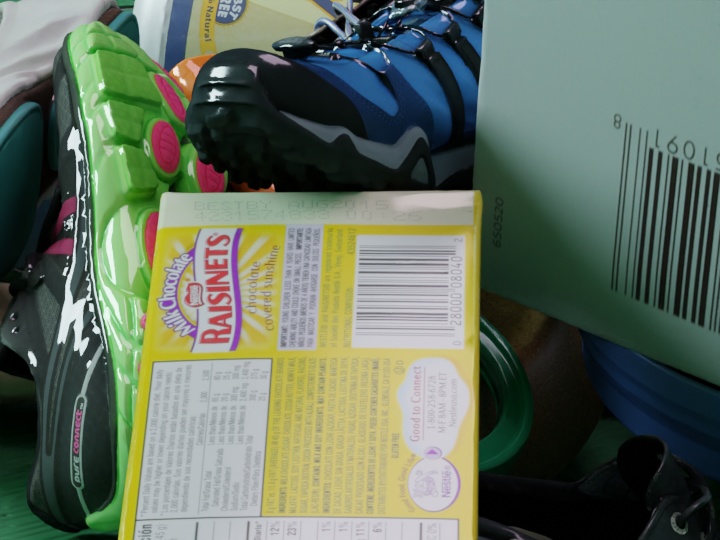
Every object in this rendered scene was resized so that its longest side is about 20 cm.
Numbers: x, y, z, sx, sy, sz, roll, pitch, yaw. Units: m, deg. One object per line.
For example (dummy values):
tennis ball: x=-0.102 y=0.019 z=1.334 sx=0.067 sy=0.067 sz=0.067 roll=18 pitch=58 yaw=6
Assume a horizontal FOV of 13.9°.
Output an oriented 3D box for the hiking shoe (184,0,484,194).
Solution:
hiking shoe: x=0.012 y=-0.064 z=0.986 sx=0.074 sy=0.087 sz=0.200 roll=6 pitch=0 yaw=34

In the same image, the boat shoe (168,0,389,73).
boat shoe: x=0.005 y=-0.073 z=1.187 sx=0.200 sy=0.073 sz=0.072 roll=-2 pitch=33 yaw=-25

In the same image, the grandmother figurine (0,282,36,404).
grandmother figurine: x=-0.079 y=0.028 z=1.066 sx=0.199 sy=0.061 sz=0.121 roll=4 pitch=42 yaw=-23

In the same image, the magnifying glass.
magnifying glass: x=-0.011 y=0.000 z=1.012 sx=0.079 sy=0.022 sz=0.200 roll=-13 pitch=54 yaw=-32

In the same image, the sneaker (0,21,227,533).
sneaker: x=-0.089 y=-0.002 z=0.977 sx=0.077 sy=0.084 sz=0.200 roll=40 pitch=33 yaw=-41

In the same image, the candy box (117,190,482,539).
candy box: x=-0.015 y=0.051 z=0.859 sx=0.102 sy=0.026 sz=0.200 roll=-2 pitch=44 yaw=5

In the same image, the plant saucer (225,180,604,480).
plant saucer: x=0.000 y=0.000 z=1.055 sx=0.200 sy=0.035 sz=0.200 roll=12 pitch=43 yaw=-11

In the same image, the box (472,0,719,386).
box: x=0.152 y=-0.070 z=0.914 sx=0.199 sy=0.200 sz=0.131 roll=22 pitch=34 yaw=33

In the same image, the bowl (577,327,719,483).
bowl: x=0.169 y=0.020 z=1.001 sx=0.200 sy=0.039 sz=0.201 roll=3 pitch=28 yaw=-1

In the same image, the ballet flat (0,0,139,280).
ballet flat: x=-0.135 y=-0.047 z=1.049 sx=0.069 sy=0.070 sz=0.200 roll=10 pitch=28 yaw=9

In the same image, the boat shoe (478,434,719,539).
boat shoe: x=0.077 y=0.082 z=0.909 sx=0.199 sy=0.066 sz=0.075 roll=5 pitch=15 yaw=-10

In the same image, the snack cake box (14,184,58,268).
snack cake box: x=-0.183 y=-0.030 z=1.144 sx=0.115 sy=0.067 sz=0.200 roll=-4 pitch=5 yaw=36

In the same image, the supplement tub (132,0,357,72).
supplement tub: x=0.002 y=-0.103 z=1.407 sx=0.199 sy=0.145 sz=0.144 roll=10 pitch=15 yaw=10
